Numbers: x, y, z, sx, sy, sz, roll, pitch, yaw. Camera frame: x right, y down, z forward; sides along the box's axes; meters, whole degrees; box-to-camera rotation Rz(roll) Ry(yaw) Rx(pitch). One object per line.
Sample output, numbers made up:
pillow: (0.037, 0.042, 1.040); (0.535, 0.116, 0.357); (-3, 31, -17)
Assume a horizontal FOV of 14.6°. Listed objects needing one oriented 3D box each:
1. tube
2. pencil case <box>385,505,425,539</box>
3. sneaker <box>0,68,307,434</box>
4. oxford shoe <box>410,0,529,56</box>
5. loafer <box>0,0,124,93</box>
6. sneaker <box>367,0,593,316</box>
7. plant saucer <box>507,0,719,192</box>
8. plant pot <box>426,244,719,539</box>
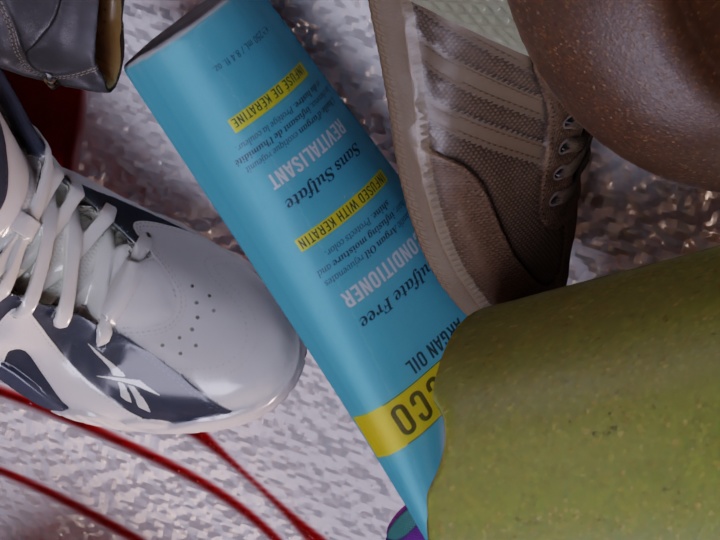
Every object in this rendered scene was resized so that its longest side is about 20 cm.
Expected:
tube: (0.000, 0.000, 0.917); (0.200, 0.077, 0.050); (54, 163, -11)
pencil case: (0.087, 0.156, 0.954); (0.201, 0.085, 0.093); (61, 167, 19)
sneaker: (-0.112, -0.012, 0.926); (0.199, 0.080, 0.130); (30, 169, 6)
oxford shoe: (-0.008, -0.125, 0.770); (0.199, 0.058, 0.075); (27, 162, -1)
loafer: (-0.074, -0.138, 0.839); (0.072, 0.073, 0.200); (28, 132, -1)
sneaker: (0.050, -0.063, 0.857); (0.075, 0.071, 0.201); (-1, 128, 21)
plant saucer: (0.133, -0.105, 0.734); (0.199, 0.037, 0.201); (-10, 119, -18)
plant pot: (0.125, 0.067, 0.842); (0.183, 0.201, 0.201); (-8, 125, 23)
